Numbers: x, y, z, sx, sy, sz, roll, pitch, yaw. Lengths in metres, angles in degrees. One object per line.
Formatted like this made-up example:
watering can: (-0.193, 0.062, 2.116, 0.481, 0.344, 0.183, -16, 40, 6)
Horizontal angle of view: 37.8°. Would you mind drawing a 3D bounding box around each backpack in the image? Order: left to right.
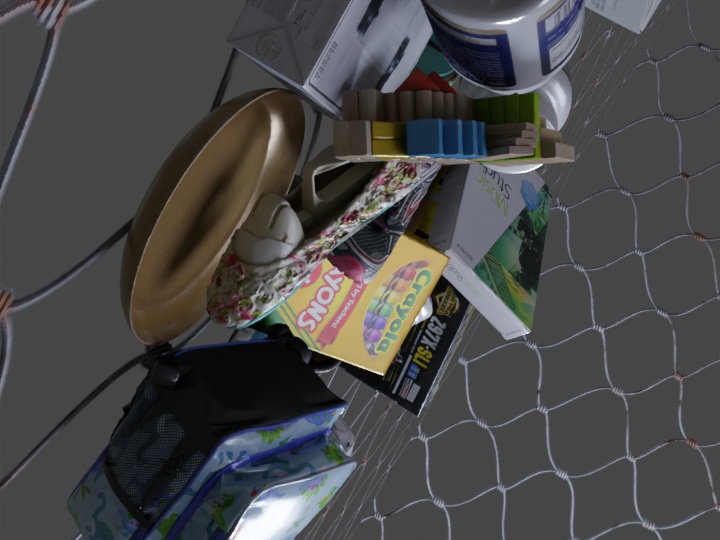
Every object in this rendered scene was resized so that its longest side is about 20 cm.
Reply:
backpack: (-0.118, 0.162, 0.814, 0.200, 0.147, 0.183, -48, 159, 26)

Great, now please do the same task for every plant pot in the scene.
plant pot: (-0.105, -0.041, 0.729, 0.200, 0.027, 0.200, -55, 167, -18)

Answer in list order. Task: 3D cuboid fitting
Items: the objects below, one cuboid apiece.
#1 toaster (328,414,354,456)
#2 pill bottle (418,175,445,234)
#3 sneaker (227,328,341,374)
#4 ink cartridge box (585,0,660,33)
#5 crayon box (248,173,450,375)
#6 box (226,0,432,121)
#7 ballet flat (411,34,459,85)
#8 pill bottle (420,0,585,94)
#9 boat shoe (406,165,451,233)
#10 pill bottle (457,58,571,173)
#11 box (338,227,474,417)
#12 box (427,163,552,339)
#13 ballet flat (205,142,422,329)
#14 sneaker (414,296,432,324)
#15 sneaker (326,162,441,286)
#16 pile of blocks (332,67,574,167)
toaster: (-0.088, 0.183, 1.019, 0.129, 0.114, 0.200, -36, 168, -24)
pill bottle: (0.071, -0.043, 1.209, 0.201, 0.112, 0.112, -65, 166, 23)
sneaker: (-0.059, 0.074, 1.022, 0.079, 0.090, 0.200, -61, 168, 7)
ink cartridge box: (0.168, -0.297, 0.803, 0.145, 0.199, 0.084, -58, 167, -3)
crayon box: (-0.007, 0.012, 0.918, 0.200, 0.051, 0.127, 23, 99, -40)
box: (-0.010, -0.168, 0.731, 0.117, 0.060, 0.200, -61, 167, 5)
ballet flat: (0.059, -0.184, 0.956, 0.200, 0.069, 0.071, -51, 169, -50)
pill bottle: (0.100, -0.190, 0.733, 0.111, 0.111, 0.200, -59, 166, -1)
boat shoe: (0.037, -0.087, 1.079, 0.200, 0.070, 0.070, -53, -153, -3)
pill bottle: (0.152, -0.191, 1.036, 0.111, 0.110, 0.201, 107, -6, -47)
box: (0.036, 0.044, 1.163, 0.049, 0.159, 0.201, -45, 160, -50)
box: (0.139, -0.050, 1.092, 0.036, 0.144, 0.201, -18, -139, 39)
ballet flat: (-0.039, -0.043, 0.747, 0.200, 0.076, 0.064, -42, 141, -20)
sneaker: (0.000, 0.000, 1.003, 0.099, 0.075, 0.200, -36, 128, -8)
sneaker: (0.018, -0.073, 0.837, 0.075, 0.081, 0.200, -25, -149, 39)
pile of blocks: (0.069, -0.107, 0.721, 0.199, 0.082, 0.063, -3, 91, -37)
